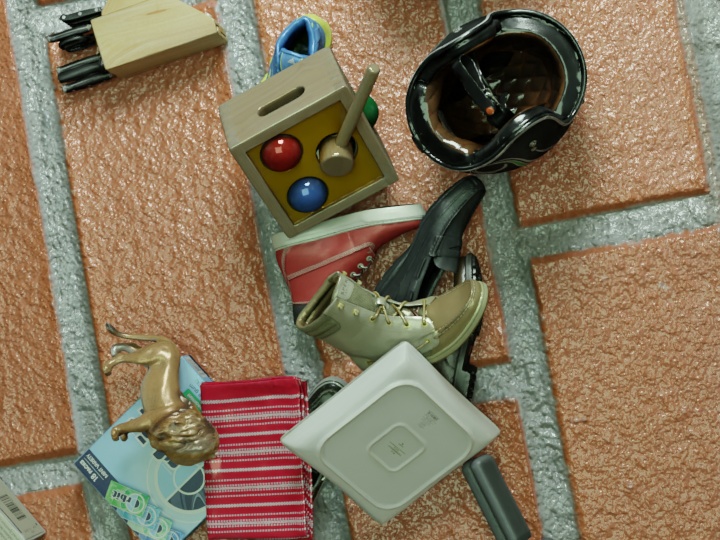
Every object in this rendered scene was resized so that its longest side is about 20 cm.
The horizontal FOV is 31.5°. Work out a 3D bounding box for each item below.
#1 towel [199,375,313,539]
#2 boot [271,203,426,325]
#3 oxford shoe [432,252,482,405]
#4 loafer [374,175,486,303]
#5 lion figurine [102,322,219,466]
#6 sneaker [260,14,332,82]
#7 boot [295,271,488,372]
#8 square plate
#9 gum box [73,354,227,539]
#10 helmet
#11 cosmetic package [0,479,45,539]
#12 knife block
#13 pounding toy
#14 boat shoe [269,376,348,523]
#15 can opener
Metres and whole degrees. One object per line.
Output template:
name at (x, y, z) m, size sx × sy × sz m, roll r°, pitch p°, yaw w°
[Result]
towel at (-0.129, 0.231, 1.571) m, size 0.144 × 0.022 × 0.201 m, roll -4°, pitch 88°, yaw 19°
boot at (0.000, 0.000, 1.594) m, size 0.200 × 0.072 × 0.145 m, roll -16°, pitch 88°, yaw 13°
oxford shoe at (0.106, 0.075, 1.575) m, size 0.084 × 0.073 × 0.201 m, roll 9°, pitch 87°, yaw 15°
loafer at (0.096, -0.023, 1.557) m, size 0.070 × 0.068 × 0.201 m, roll 40°, pitch 104°, yaw 25°
lion figurine at (-0.247, 0.147, 1.577) m, size 0.122 × 0.072 × 0.200 m, roll -13°, pitch 76°, yaw 4°
sneaker at (-0.098, -0.230, 1.593) m, size 0.076 × 0.105 × 0.200 m, roll 18°, pitch 90°, yaw 8°
boot at (0.037, 0.047, 1.498) m, size 0.155 × 0.072 × 0.200 m, roll 35°, pitch 126°, yaw -23°
square plate at (0.040, 0.205, 1.537) m, size 0.198 × 0.028 × 0.200 m, roll -39°, pitch 121°, yaw 12°
gum box at (-0.236, 0.237, 1.629) m, size 0.200 × 0.045 × 0.170 m, roll -44°, pitch 83°, yaw 5°
helmet at (0.165, -0.211, 1.515) m, size 0.200 × 0.191 × 0.201 m, roll 15°, pitch 117°, yaw 33°
cosmetic package at (-0.519, 0.373, 1.651) m, size 0.200 × 0.071 × 0.105 m, roll -45°, pitch 84°, yaw 4°
knife block at (-0.296, -0.281, 1.643) m, size 0.200 × 0.064 × 0.176 m, roll 28°, pitch 93°, yaw 7°
pounding toy at (-0.046, -0.161, 1.523) m, size 0.200 × 0.142 × 0.184 m, roll -28°, pitch 129°, yaw 6°
boat shoe at (-0.061, 0.230, 1.596) m, size 0.071 × 0.064 × 0.200 m, roll 20°, pitch 91°, yaw 9°
can opener at (0.193, 0.316, 1.573) m, size 0.066 × 0.053 × 0.200 m, roll -29°, pitch 86°, yaw -28°
